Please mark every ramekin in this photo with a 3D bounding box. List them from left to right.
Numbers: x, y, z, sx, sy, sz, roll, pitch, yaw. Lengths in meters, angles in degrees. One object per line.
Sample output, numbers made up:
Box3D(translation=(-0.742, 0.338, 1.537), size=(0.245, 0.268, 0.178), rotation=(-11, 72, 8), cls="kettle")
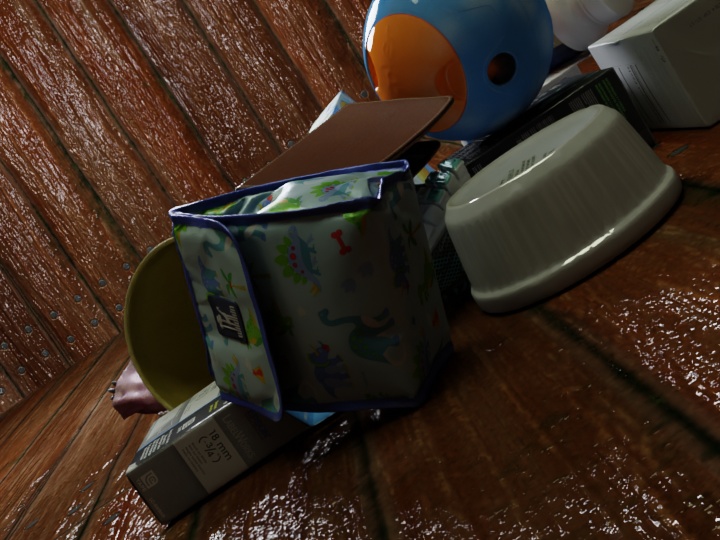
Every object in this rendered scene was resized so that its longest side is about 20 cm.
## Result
Box3D(translation=(0.162, -0.059, 0.961), size=(0.201, 0.095, 0.202), rotation=(-33, 9, 6), cls="ramekin")

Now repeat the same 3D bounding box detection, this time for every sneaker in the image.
Box3D(translation=(0.072, 0.001, 1.049), size=(0.201, 0.091, 0.078), rotation=(-61, 16, -5), cls="sneaker")

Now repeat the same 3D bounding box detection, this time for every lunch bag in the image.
Box3D(translation=(-0.046, 0.019, 0.892), size=(0.198, 0.172, 0.127), rotation=(-5, 19, 25), cls="lunch bag")

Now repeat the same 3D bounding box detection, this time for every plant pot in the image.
Box3D(translation=(-0.126, 0.049, 1.195), size=(0.199, 0.201, 0.142), rotation=(-30, -2, 25), cls="plant pot")

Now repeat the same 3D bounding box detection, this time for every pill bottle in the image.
Box3D(translation=(0.227, -0.303, 1.361), size=(0.199, 0.112, 0.111), rotation=(-23, 13, 49), cls="pill bottle")

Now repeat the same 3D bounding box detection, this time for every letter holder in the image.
Box3D(translation=(0.006, -0.079, 1.063), size=(0.141, 0.102, 0.200), rotation=(-1, 28, 36), cls="letter holder")

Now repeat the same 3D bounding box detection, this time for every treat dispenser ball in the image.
Box3D(translation=(0.101, -0.237, 1.184), size=(0.200, 0.202, 0.201), rotation=(-33, 8, 5), cls="treat dispenser ball")

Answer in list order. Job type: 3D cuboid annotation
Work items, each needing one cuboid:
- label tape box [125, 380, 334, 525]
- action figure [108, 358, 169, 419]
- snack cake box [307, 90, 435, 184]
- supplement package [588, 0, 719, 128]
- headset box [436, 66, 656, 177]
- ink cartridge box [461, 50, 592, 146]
Box3D(translation=(-0.106, 0.131, 1.035), size=(0.199, 0.064, 0.144), rotation=(-34, 9, 5), cls="label tape box")
Box3D(translation=(-0.192, 0.140, 1.316), size=(0.198, 0.149, 0.135), rotation=(-4, 55, 36), cls="action figure")
Box3D(translation=(0.026, -0.121, 1.400), size=(0.067, 0.199, 0.115), rotation=(-47, 12, 19), cls="snack cake box")
Box3D(translation=(0.332, -0.220, 1.158), size=(0.113, 0.110, 0.200), rotation=(-34, 9, -1), cls="supplement package")
Box3D(translation=(0.199, -0.130, 1.224), size=(0.199, 0.093, 0.174), rotation=(-34, 8, -2), cls="headset box")
Box3D(translation=(0.220, -0.193, 1.385), size=(0.199, 0.068, 0.115), rotation=(-33, 9, 5), cls="ink cartridge box")
